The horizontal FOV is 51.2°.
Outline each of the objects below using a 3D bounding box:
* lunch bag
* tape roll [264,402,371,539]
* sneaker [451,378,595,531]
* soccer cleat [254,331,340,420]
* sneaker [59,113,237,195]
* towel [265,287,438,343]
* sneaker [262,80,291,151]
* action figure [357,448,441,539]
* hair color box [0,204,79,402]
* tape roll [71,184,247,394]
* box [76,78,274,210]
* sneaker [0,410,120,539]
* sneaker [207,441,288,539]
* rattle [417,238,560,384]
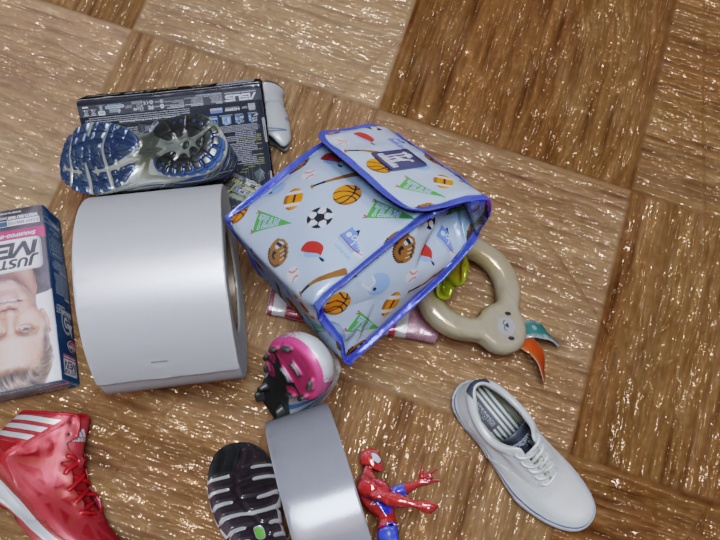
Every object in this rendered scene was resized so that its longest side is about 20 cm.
[{"bbox_3d":[0.000,-0.046,0.720,0.200,0.124,0.170,-38,52,-12],"label":"lunch bag"},{"bbox_3d":[-0.034,0.233,0.719,0.066,0.200,0.201,-16,76,-7],"label":"tape roll"},{"bbox_3d":[0.175,0.199,0.806,0.073,0.071,0.200,-43,81,-13],"label":"sneaker"},{"bbox_3d":[-0.053,0.096,0.761,0.086,0.200,0.070,-32,79,-27],"label":"soccer cleat"},{"bbox_3d":[-0.219,-0.108,0.782,0.199,0.085,0.078,0,81,19],"label":"sneaker"},{"bbox_3d":[0.000,0.000,0.879,0.199,0.023,0.145,9,75,0],"label":"towel"},{"bbox_3d":[-0.175,-0.158,0.889,0.199,0.075,0.088,-20,82,-7],"label":"sneaker"},{"bbox_3d":[0.056,0.272,0.772,0.098,0.065,0.201,-18,64,-4],"label":"action figure"},{"bbox_3d":[-0.378,0.036,0.827,0.099,0.061,0.201,-11,76,-6],"label":"hair color box"},{"bbox_3d":[-0.197,0.018,0.770,0.138,0.203,0.204,-6,75,-5],"label":"tape roll"},{"bbox_3d":[-0.199,-0.124,0.844,0.199,0.049,0.162,-7,109,-3],"label":"box"},{"bbox_3d":[-0.297,0.215,0.774,0.200,0.078,0.116,33,77,5],"label":"sneaker"},{"bbox_3d":[-0.116,0.284,0.769,0.075,0.116,0.200,-2,39,-21],"label":"sneaker"},{"bbox_3d":[0.158,0.025,0.809,0.200,0.143,0.130,45,47,10],"label":"rattle"}]
